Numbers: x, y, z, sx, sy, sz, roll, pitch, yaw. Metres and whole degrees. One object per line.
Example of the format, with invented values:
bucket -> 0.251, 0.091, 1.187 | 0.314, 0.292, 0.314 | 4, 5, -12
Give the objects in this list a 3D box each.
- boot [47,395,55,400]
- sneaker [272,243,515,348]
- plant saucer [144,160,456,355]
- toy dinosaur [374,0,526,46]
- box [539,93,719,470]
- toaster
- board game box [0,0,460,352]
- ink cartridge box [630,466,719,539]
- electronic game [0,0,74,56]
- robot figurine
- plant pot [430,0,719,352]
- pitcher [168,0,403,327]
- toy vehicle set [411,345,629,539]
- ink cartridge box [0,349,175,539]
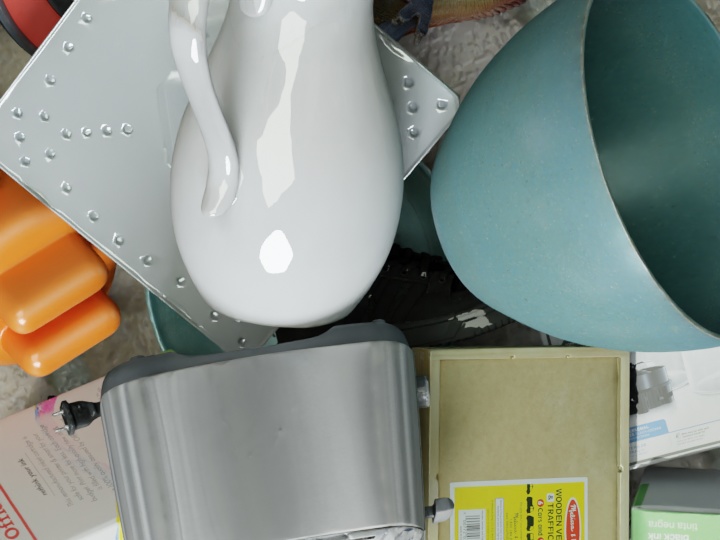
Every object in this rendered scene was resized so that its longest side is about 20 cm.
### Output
boot -> -0.223, 0.127, 1.358 | 0.199, 0.070, 0.132 | 35, 97, -3
sneaker -> 0.001, 0.000, 1.257 | 0.199, 0.060, 0.105 | -16, 91, 24
plant saucer -> -0.030, 0.003, 1.316 | 0.198, 0.036, 0.202 | 1, 93, 12
toy dinosaur -> -0.023, -0.124, 1.276 | 0.181, 0.199, 0.106 | -32, 53, 45
box -> 0.155, 0.009, 1.264 | 0.116, 0.060, 0.202 | -14, 91, 13
toaster -> -0.054, 0.110, 1.134 | 0.198, 0.114, 0.130 | -8, 68, -7
board game box -> -0.079, -0.084, 1.208 | 0.200, 0.026, 0.200 | 39, 109, -5
ink cartridge box -> 0.193, 0.221, 1.227 | 0.084, 0.146, 0.202 | 2, 94, 10
electronic game -> -0.127, -0.201, 1.261 | 0.201, 0.199, 0.042 | -59, 41, 10
robot figurine -> -0.222, -0.022, 1.298 | 0.200, 0.143, 0.117 | 43, 104, 35
plant pot -> 0.116, -0.043, 1.154 | 0.134, 0.200, 0.201 | -19, 90, 34
pitcher -> -0.048, -0.073, 1.105 | 0.121, 0.171, 0.202 | 15, 110, 29
toy vehicle set -> 0.087, 0.141, 1.201 | 0.123, 0.026, 0.202 | 1, 89, -23
ink cartridge box -> -0.166, 0.135, 1.249 | 0.199, 0.117, 0.068 | -22, 132, -22
